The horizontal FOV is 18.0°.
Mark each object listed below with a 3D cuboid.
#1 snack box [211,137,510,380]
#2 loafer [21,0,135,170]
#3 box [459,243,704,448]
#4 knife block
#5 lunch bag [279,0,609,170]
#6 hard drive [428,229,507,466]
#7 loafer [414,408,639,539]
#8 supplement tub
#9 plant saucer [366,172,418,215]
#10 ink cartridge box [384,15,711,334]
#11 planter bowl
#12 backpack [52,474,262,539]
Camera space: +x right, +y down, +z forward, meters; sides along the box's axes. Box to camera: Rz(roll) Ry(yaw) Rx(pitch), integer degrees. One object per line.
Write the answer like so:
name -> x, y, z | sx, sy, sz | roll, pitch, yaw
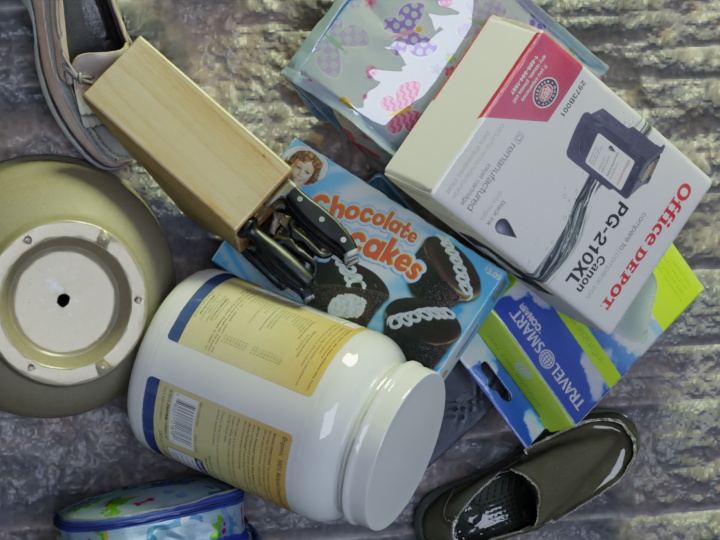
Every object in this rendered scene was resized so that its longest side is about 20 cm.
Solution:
snack box -> 0.000, 0.000, 1.726 | 0.200, 0.037, 0.116 | 32, 84, 15
loafer -> -0.203, -0.172, 1.682 | 0.072, 0.063, 0.201 | -25, 101, -36
box -> 0.170, 0.031, 1.786 | 0.200, 0.048, 0.122 | -44, 104, -28
knife block -> -0.091, -0.066, 1.649 | 0.064, 0.175, 0.200 | -47, 127, -11
lunch bag -> 0.057, -0.155, 1.731 | 0.200, 0.127, 0.170 | 37, 85, -26
hard drive -> 0.044, 0.071, 1.789 | 0.200, 0.042, 0.135 | -43, 105, -9
loafer -> 0.142, 0.177, 1.812 | 0.199, 0.070, 0.075 | -29, 102, -11
supplement tub -> -0.053, 0.096, 1.647 | 0.199, 0.144, 0.145 | 22, 89, 20
plant saucer -> -0.038, 0.013, 1.766 | 0.200, 0.019, 0.070 | -40, 81, -9
ink cartridge box -> 0.141, -0.069, 1.672 | 0.200, 0.084, 0.145 | 37, 86, -29
planter bowl -> -0.225, 0.018, 1.666 | 0.199, 0.135, 0.201 | -1, 96, -14
backpack -> -0.147, 0.233, 1.672 | 0.182, 0.200, 0.148 | -10, 98, -13
